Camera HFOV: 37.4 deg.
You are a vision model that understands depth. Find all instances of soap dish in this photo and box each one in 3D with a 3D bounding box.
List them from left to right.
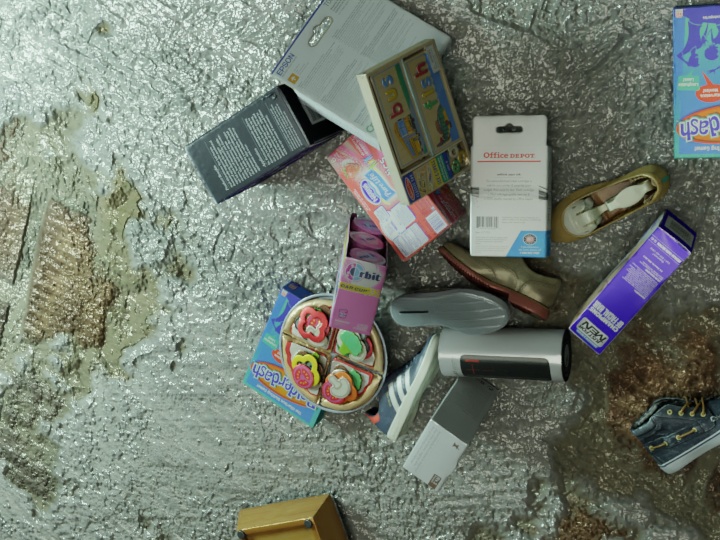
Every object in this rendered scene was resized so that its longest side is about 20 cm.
[{"bbox_3d":[-0.117,0.491,1.892,0.197,0.081,0.160,-16,99,27],"label":"soap dish"}]

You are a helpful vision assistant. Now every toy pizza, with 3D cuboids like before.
[{"bbox_3d":[-0.050,0.138,1.726,0.197,0.032,0.204,6,105,24],"label":"toy pizza"}]

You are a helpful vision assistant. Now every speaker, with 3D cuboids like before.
[{"bbox_3d":[0.221,0.127,1.643,0.197,0.081,0.083,1,106,22],"label":"speaker"}]

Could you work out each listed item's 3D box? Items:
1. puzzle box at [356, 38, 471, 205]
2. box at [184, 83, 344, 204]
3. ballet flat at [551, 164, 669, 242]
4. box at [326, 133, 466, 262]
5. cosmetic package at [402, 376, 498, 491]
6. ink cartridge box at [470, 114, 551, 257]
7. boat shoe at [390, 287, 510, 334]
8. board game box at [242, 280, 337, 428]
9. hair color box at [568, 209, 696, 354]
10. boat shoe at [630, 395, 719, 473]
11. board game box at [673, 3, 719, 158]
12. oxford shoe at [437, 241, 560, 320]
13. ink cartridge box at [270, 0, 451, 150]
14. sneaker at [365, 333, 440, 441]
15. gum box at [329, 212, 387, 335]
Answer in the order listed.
[{"bbox_3d":[0.081,-0.212,1.522,0.025,0.132,0.202,14,130,56],"label":"puzzle box"},{"bbox_3d":[-0.148,-0.205,1.657,0.198,0.148,0.105,-28,95,28],"label":"box"},{"bbox_3d":[0.348,-0.095,1.531,0.198,0.063,0.069,-30,93,27],"label":"ballet flat"},{"bbox_3d":[0.056,-0.130,1.624,0.102,0.095,0.201,-38,89,27],"label":"box"},{"bbox_3d":[0.142,0.242,1.641,0.073,0.200,0.103,33,115,9],"label":"cosmetic package"},{"bbox_3d":[0.221,-0.123,1.556,0.114,0.068,0.204,2,94,16],"label":"ink cartridge box"},{"bbox_3d":[0.142,0.052,1.651,0.197,0.062,0.073,4,117,28],"label":"boat shoe"},{"bbox_3d":[-0.098,0.143,1.798,0.151,0.045,0.202,30,115,12],"label":"board game box"},{"bbox_3d":[0.390,0.016,1.522,0.065,0.109,0.201,38,116,7],"label":"hair color box"},{"bbox_3d":[0.492,0.212,1.559,0.091,0.071,0.200,45,119,0],"label":"boat shoe"},{"bbox_3d":[0.497,-0.254,1.423,0.150,0.045,0.204,1,106,23],"label":"board game box"},{"bbox_3d":[0.213,-0.001,1.627,0.198,0.070,0.075,30,88,14],"label":"oxford shoe"},{"bbox_3d":[0.002,-0.308,1.566,0.198,0.043,0.198,32,79,12],"label":"ink cartridge box"},{"bbox_3d":[0.067,0.177,1.727,0.084,0.075,0.202,32,111,19],"label":"sneaker"},{"bbox_3d":[0.000,0.000,1.634,0.065,0.201,0.115,12,113,-3],"label":"gum box"}]
